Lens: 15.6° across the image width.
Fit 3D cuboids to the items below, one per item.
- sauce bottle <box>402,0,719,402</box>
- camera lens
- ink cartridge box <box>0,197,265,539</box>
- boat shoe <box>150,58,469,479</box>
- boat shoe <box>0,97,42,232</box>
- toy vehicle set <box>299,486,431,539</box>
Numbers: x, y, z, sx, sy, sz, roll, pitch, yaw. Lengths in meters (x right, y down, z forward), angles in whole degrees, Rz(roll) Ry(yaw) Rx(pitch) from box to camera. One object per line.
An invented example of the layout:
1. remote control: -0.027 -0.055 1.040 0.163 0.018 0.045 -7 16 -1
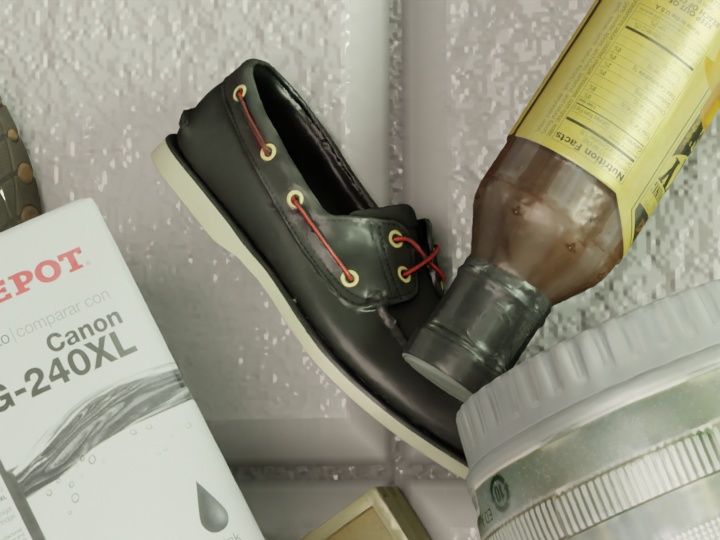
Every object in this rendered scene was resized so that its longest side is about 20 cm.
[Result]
1. sauce bottle: 0.085 -0.040 1.004 0.065 0.065 0.201 32 83 20
2. camera lens: 0.135 0.118 0.940 0.159 0.160 0.201 -26 77 17
3. ink cartridge box: -0.130 0.093 1.012 0.145 0.083 0.201 -25 82 -22
4. boat shoe: -0.001 0.000 1.050 0.063 0.074 0.202 -46 70 14
5. boat shoe: -0.177 0.008 1.118 0.071 0.076 0.201 -13 79 21
6. toy vehicle set: -0.034 0.194 1.070 0.200 0.026 0.125 -36 74 14
